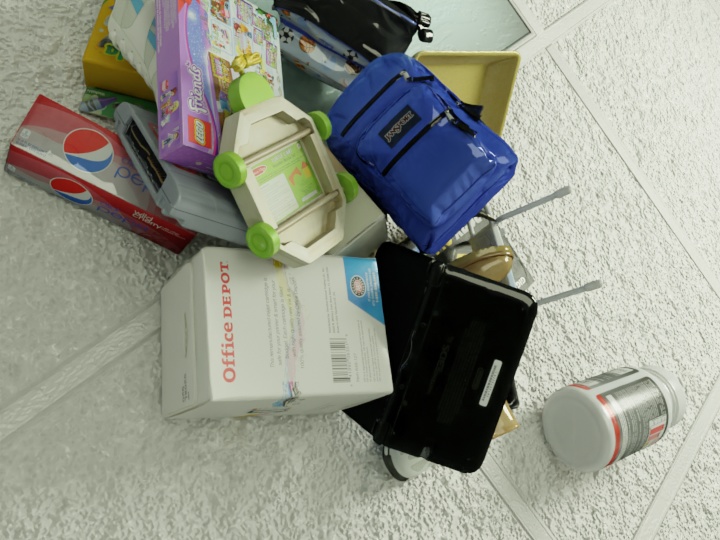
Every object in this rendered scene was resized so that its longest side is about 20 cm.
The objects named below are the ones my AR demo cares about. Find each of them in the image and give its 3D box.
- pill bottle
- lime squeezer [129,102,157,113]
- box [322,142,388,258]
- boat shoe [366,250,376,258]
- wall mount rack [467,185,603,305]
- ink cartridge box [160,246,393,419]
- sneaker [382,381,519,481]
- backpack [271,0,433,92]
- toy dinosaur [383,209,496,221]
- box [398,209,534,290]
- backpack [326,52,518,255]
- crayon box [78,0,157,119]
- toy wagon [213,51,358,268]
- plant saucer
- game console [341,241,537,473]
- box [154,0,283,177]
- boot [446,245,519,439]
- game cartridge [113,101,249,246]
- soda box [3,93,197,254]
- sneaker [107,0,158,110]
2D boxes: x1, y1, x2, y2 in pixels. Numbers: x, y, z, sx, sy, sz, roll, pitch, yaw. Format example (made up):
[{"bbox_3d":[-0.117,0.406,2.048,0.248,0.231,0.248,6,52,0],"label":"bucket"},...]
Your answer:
[{"bbox_3d":[0.361,0.200,1.020,0.199,0.116,0.117,-9,77,-35],"label":"pill bottle"},{"bbox_3d":[-0.178,-0.141,0.854,0.200,0.038,0.071,46,54,-11],"label":"lime squeezer"},{"bbox_3d":[-0.060,-0.098,0.833,0.078,0.095,0.200,-38,76,-6],"label":"box"},{"bbox_3d":[0.000,0.000,0.905,0.076,0.071,0.202,-3,79,-51],"label":"boat shoe"},{"bbox_3d":[0.206,-0.013,0.907,0.074,0.174,0.202,-12,79,-20],"label":"wall mount rack"},{"bbox_3d":[-0.093,0.071,0.758,0.199,0.144,0.149,5,70,-32],"label":"ink cartridge box"},{"bbox_3d":[0.115,0.169,0.873,0.200,0.115,0.076,-39,95,-36],"label":"sneaker"},{"bbox_3d":[-0.025,-0.316,0.936,0.199,0.154,0.191,33,19,-12],"label":"backpack"},{"bbox_3d":[0.077,-0.091,0.936,0.199,0.103,0.077,21,21,5],"label":"toy dinosaur"},{"bbox_3d":[0.132,0.004,0.992,0.200,0.049,0.160,-35,90,-37],"label":"box"},{"bbox_3d":[0.062,-0.144,0.817,0.162,0.168,0.200,-43,81,1],"label":"backpack"},{"bbox_3d":[-0.236,-0.263,0.835,0.125,0.052,0.202,12,65,-10],"label":"crayon box"},{"bbox_3d":[-0.078,-0.108,0.699,0.155,0.039,0.201,-40,110,-50],"label":"toy wagon"},{"bbox_3d":[0.119,-0.210,1.012,0.199,0.201,0.048,-12,34,-36],"label":"plant saucer"},{"bbox_3d":[0.074,0.090,0.798,0.175,0.116,0.202,19,95,-1],"label":"game console"},{"bbox_3d":[-0.137,-0.189,0.725,0.136,0.039,0.202,15,63,-49],"label":"box"},{"bbox_3d":[0.131,0.091,0.836,0.174,0.066,0.201,-23,72,3],"label":"boot"},{"bbox_3d":[-0.165,-0.098,0.741,0.133,0.041,0.200,22,21,-46],"label":"game cartridge"},{"bbox_3d":[-0.261,-0.097,0.767,0.199,0.063,0.070,27,59,-21],"label":"soda box"},{"bbox_3d":[-0.215,-0.231,0.765,0.080,0.077,0.202,-14,73,2],"label":"sneaker"}]
